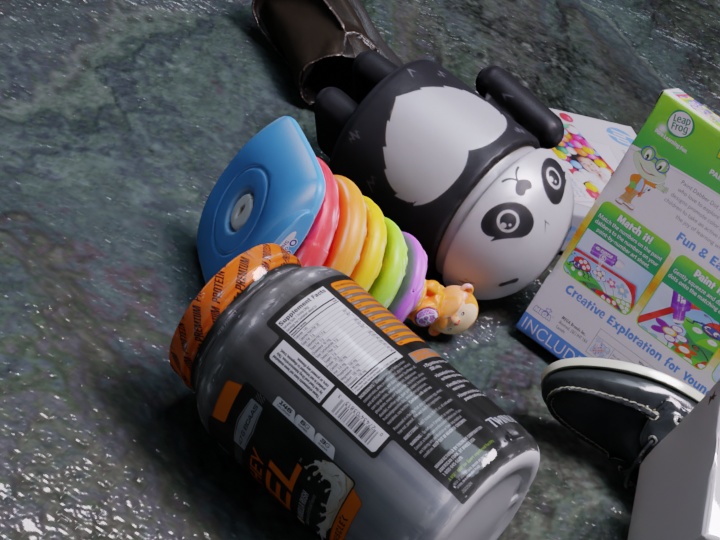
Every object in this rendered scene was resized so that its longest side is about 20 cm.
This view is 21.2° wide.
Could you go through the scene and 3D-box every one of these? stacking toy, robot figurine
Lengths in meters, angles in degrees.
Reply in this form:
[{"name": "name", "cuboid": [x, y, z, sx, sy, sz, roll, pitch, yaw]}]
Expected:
[{"name": "stacking toy", "cuboid": [0.000, 0.000, 1.255, 0.199, 0.116, 0.110, 26, 22, -31]}, {"name": "robot figurine", "cuboid": [0.057, -0.069, 1.355, 0.200, 0.151, 0.124, 39, 19, 19]}]

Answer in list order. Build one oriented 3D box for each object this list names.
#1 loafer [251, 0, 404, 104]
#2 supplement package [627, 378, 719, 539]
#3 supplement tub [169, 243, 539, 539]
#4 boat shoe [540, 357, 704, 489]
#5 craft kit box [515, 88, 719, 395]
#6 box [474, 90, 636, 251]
[{"name": "loafer", "cuboid": [-0.023, -0.166, 1.487, 0.071, 0.073, 0.200, -10, 47, -49]}, {"name": "supplement package", "cuboid": [0.270, 0.173, 1.145, 0.198, 0.120, 0.122, 24, 50, -7]}, {"name": "supplement tub", "cuboid": [-0.007, 0.083, 1.081, 0.200, 0.123, 0.122, 40, 33, 21]}, {"name": "boat shoe", "cuboid": [0.203, 0.123, 1.244, 0.198, 0.075, 0.066, 28, 51, -9]}, {"name": "craft kit box", "cuboid": [0.237, 0.013, 1.305, 0.199, 0.199, 0.048, 37, 22, 15]}, {"name": "box", "cuboid": [0.156, -0.073, 1.527, 0.198, 0.041, 0.157, 11, 35, -28]}]
